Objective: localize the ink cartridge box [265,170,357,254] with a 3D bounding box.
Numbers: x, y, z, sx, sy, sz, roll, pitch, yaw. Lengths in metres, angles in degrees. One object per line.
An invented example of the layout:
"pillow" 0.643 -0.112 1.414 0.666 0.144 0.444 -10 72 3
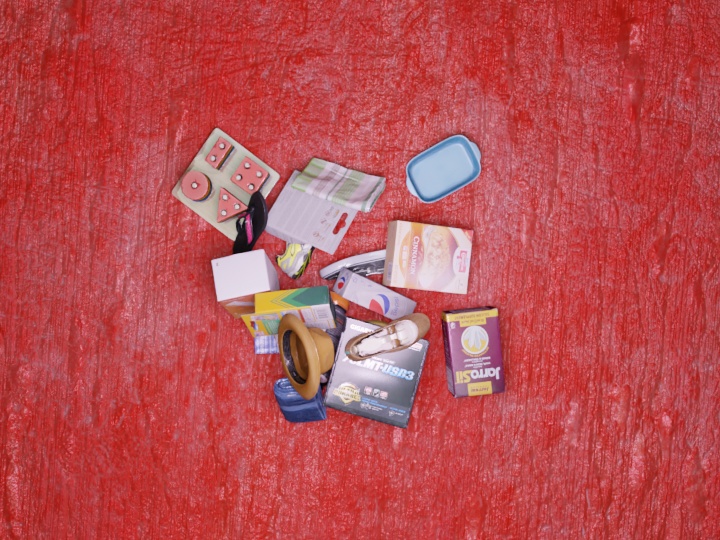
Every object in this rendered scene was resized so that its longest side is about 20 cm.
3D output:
"ink cartridge box" -0.112 -0.131 1.719 0.197 0.057 0.164 26 71 13

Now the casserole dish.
"casserole dish" 0.203 -0.248 1.774 0.197 0.039 0.123 -29 91 1

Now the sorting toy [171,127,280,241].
"sorting toy" -0.331 -0.211 1.753 0.199 0.070 0.200 36 90 -1

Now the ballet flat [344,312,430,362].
"ballet flat" 0.059 0.144 1.528 0.196 0.072 0.069 -17 87 -2

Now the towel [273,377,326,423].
"towel" -0.141 0.307 1.700 0.109 0.201 0.049 -8 59 -2

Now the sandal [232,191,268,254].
"sandal" -0.272 -0.096 1.716 0.075 0.045 0.202 49 128 31

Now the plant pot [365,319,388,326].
"plant pot" 0.033 0.226 1.704 0.196 0.189 0.206 0 91 -2

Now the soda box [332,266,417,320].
"soda box" 0.035 0.063 1.721 0.198 0.068 0.064 26 90 -29

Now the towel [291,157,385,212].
"towel" -0.048 -0.208 1.709 0.196 0.150 0.031 19 127 10

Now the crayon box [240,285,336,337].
"crayon box" -0.159 0.093 1.613 0.195 0.126 0.053 -7 62 3

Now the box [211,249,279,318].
"box" -0.261 0.035 1.684 0.122 0.200 0.099 -12 75 0

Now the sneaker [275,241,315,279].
"sneaker" -0.138 -0.082 1.756 0.076 0.075 0.202 29 85 8

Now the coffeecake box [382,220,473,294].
"coffeecake box" 0.162 -0.031 1.737 0.196 0.073 0.157 6 90 -16

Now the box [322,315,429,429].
"box" 0.034 0.224 1.587 0.196 0.050 0.203 16 91 -2

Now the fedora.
"fedora" -0.111 0.178 1.558 0.081 0.200 0.205 -15 91 -28

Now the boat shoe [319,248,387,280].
"boat shoe" 0.000 0.000 1.758 0.196 0.072 0.072 -15 87 -2

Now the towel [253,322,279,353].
"towel" -0.168 0.132 1.783 0.195 0.024 0.148 -2 90 -1

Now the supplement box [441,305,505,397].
"supplement box" 0.271 0.195 1.749 0.128 0.103 0.205 -7 91 -1

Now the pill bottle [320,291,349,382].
"pill bottle" -0.091 0.153 1.707 0.104 0.106 0.203 22 68 -1

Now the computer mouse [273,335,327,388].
"computer mouse" -0.157 0.217 1.755 0.108 0.044 0.203 -24 101 7
